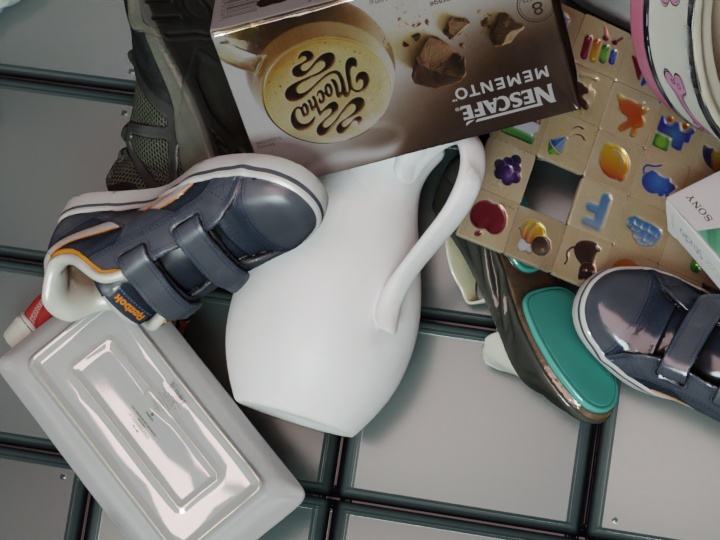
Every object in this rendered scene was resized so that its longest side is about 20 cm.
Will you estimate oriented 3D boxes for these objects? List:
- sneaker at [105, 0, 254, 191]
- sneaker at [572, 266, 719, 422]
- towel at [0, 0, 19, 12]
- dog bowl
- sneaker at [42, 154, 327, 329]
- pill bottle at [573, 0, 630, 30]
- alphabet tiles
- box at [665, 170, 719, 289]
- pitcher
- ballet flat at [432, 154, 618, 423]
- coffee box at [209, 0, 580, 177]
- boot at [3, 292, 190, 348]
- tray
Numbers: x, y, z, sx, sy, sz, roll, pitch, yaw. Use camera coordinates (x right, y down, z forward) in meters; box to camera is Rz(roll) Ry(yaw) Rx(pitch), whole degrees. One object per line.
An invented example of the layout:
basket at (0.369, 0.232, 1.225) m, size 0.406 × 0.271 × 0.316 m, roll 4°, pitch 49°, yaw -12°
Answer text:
sneaker at (-0.131, -0.109, 1.251) m, size 0.114 × 0.076 × 0.201 m, roll -30°, pitch 75°, yaw 39°
sneaker at (0.228, 0.057, 1.179) m, size 0.199 × 0.079 × 0.079 m, roll 30°, pitch 76°, yaw -7°
towel at (-0.243, -0.290, 1.329) m, size 0.199 × 0.048 × 0.172 m, roll -36°, pitch 79°, yaw 2°
dog bowl at (0.246, -0.168, 1.168) m, size 0.074 × 0.199 × 0.201 m, roll 22°, pitch 84°, yaw 49°
sneaker at (-0.109, -0.010, 1.156) m, size 0.199 × 0.078 × 0.080 m, roll -12°, pitch 46°, yaw 35°
pill bottle at (0.210, -0.259, 1.232) m, size 0.112 × 0.113 × 0.201 m, roll 26°, pitch 86°, yaw 10°
alphabet tiles at (0.176, -0.063, 1.225) m, size 0.199 × 0.008 × 0.168 m, roll 22°, pitch 78°, yaw -11°
box at (0.308, -0.034, 1.176) m, size 0.199 × 0.036 × 0.145 m, roll -27°, pitch 48°, yaw -8°
pitcher at (0.000, 0.000, 1.204) m, size 0.121 × 0.171 × 0.202 m, roll 22°, pitch 81°, yaw -32°
ballet flat at (0.102, 0.018, 1.236) m, size 0.068 × 0.068 × 0.201 m, roll -41°, pitch 63°, yaw 43°
coffee box at (0.023, -0.137, 1.144) m, size 0.198 × 0.080 × 0.114 m, roll -13°, pitch 123°, yaw 9°
boot at (-0.121, 0.059, 1.258) m, size 0.144 × 0.072 × 0.200 m, roll -44°, pitch 76°, yaw -1°
tray at (-0.135, 0.098, 1.206) m, size 0.107 × 0.022 × 0.200 m, roll -38°, pitch 75°, yaw -8°
